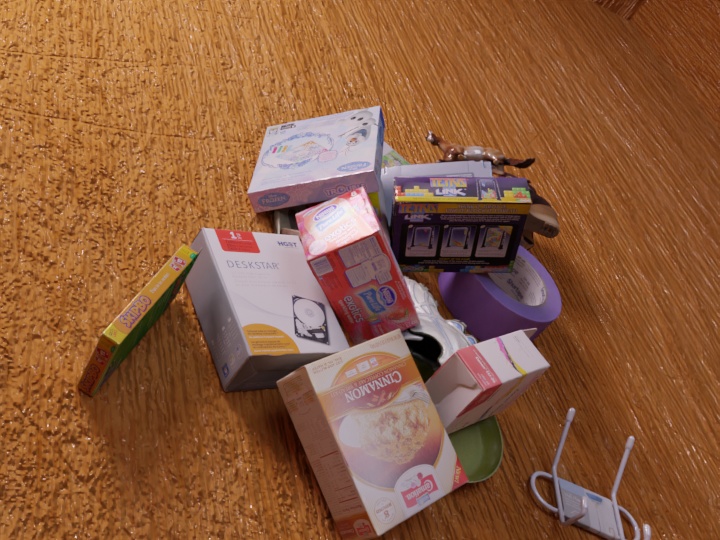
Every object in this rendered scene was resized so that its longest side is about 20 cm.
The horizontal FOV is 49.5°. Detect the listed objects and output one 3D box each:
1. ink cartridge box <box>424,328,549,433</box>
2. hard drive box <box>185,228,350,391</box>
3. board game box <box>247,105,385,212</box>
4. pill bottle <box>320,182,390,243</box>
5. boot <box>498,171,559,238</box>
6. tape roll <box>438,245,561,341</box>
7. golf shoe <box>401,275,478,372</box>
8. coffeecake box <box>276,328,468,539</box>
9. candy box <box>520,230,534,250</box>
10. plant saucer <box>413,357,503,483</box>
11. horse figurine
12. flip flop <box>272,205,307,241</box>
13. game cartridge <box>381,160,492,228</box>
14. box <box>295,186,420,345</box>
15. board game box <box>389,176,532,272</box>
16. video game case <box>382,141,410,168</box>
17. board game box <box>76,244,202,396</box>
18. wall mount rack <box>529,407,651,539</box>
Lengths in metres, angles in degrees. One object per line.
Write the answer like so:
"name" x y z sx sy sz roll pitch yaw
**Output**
"ink cartridge box" 0.177 0.150 1.070 0.200 0.117 0.068 -10 55 -46
"hard drive box" -0.125 0.048 1.010 0.156 0.077 0.200 2 49 -40
"board game box" -0.064 -0.179 1.238 0.199 0.043 0.199 -8 38 12
"pill bottle" -0.012 -0.102 1.250 0.104 0.104 0.200 20 39 -23
"boot" 0.279 -0.142 1.475 0.200 0.072 0.167 27 25 -24
"tape roll" 0.238 0.033 1.333 0.200 0.085 0.200 24 38 -20
"golf shoe" 0.075 0.075 1.125 0.200 0.078 0.097 37 30 28
"coffeecake box" 0.015 0.190 0.917 0.153 0.073 0.200 -17 79 -40
"candy box" 0.243 -0.126 1.510 0.200 0.061 0.137 35 34 -18
"plant saucer" 0.106 0.207 1.072 0.200 0.031 0.200 24 38 -20
"horse figurine" 0.214 -0.206 1.435 0.199 0.050 0.133 10 20 2
"flip flop" -0.082 -0.042 1.161 0.081 0.058 0.200 13 43 -31
"game cartridge" 0.129 -0.120 1.342 0.199 0.040 0.134 -3 64 5
"box" 0.000 0.000 1.050 0.200 0.102 0.095 62 8 -46
"board game box" 0.145 -0.067 1.196 0.199 0.166 0.057 1 50 -2
"video game case" 0.073 -0.149 1.444 0.200 0.022 0.182 42 36 5
"board game box" -0.246 0.048 0.889 0.030 0.096 0.200 35 36 -2
"wall mount rack" 0.341 0.305 1.128 0.200 0.075 0.174 27 37 -16
